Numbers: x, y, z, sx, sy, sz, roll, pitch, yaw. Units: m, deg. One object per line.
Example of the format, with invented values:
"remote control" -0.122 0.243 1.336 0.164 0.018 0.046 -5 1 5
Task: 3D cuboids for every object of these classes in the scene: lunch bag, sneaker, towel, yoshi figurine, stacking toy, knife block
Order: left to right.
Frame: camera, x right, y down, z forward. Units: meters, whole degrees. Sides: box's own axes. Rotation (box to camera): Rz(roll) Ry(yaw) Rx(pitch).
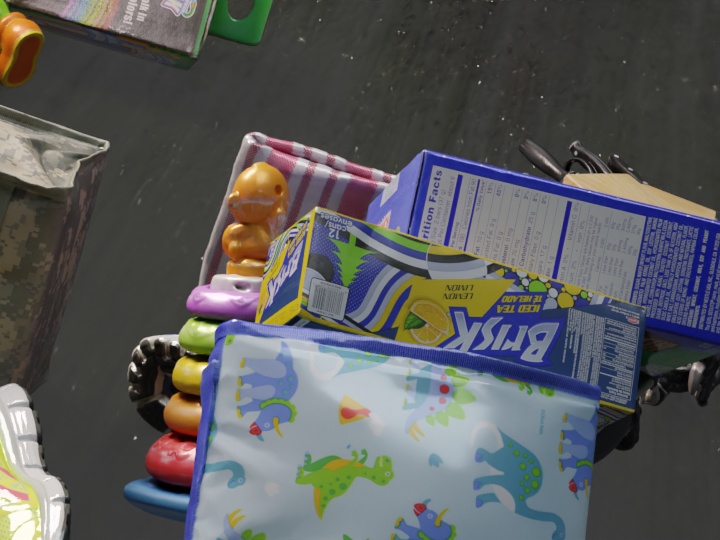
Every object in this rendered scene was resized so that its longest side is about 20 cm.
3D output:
"lunch bag" -0.265 -0.022 1.342 0.200 0.164 0.118 19 21 3
"yoshi figurine" -0.342 -0.205 1.792 0.112 0.112 0.200 -39 69 -15
"sneaker" -0.201 0.128 1.199 0.090 0.078 0.200 0 24 -20
"stacking toy" -0.061 0.040 1.289 0.116 0.200 0.110 -2 6 -44
"sneaker" -0.036 0.082 1.393 0.200 0.079 0.089 28 28 20
"towel" 0.000 0.000 1.512 0.200 0.147 0.030 19 37 -1
"lunch bag" 0.007 0.127 1.192 0.200 0.127 0.170 15 67 -21
"knife block" 0.181 -0.033 1.806 0.175 0.064 0.200 20 25 3

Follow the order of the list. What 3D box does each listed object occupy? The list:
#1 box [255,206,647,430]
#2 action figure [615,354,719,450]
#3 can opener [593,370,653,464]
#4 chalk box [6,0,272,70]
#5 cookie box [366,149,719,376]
"box" 0.048 0.031 1.255 0.200 0.070 0.064 17 66 -19
"action figure" 0.198 0.050 1.602 0.119 0.102 0.200 17 23 26
"can opener" 0.106 0.112 1.364 0.053 0.067 0.200 8 29 36
"chalk box" -0.169 -0.235 1.863 0.200 0.125 0.124 16 -2 -9
"cookie box" 0.108 0.000 1.380 0.200 0.075 0.171 13 -10 -7
